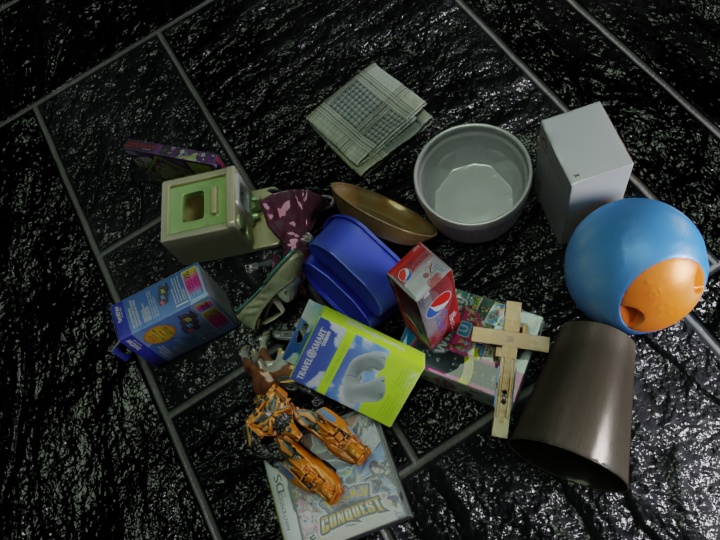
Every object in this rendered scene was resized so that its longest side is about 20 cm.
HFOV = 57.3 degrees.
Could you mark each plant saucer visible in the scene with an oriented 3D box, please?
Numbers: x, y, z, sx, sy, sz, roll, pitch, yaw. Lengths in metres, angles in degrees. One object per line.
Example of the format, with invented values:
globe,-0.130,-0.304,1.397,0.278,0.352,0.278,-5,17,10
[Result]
plant saucer,0.035,-0.091,1.126,0.200,0.200,0.036,33,108,23

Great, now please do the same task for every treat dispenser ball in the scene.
treat dispenser ball,0.407,-0.007,0.982,0.199,0.201,0.202,-5,65,10

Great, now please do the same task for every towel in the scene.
towel,0.016,-0.300,1.291,0.192,0.035,0.200,-40,65,-7

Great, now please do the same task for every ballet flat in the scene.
ballet flat,-0.139,0.037,1.107,0.062,0.200,0.067,46,39,-1

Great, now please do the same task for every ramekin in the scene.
ramekin,0.195,-0.143,1.143,0.198,0.105,0.202,-4,66,10

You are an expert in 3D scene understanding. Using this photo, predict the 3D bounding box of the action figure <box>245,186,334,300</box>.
action figure,-0.120,-0.046,1.184,0.133,0.149,0.202,-8,84,21

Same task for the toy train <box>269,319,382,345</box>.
toy train,-0.061,0.109,1.123,0.198,0.034,0.046,-1,69,12

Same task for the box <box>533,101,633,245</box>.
box,0.350,-0.149,1.058,0.097,0.200,0.125,-18,64,4

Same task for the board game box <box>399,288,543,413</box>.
board game box,0.172,0.118,1.053,0.199,0.064,0.148,18,71,20

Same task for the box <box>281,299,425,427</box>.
box,-0.015,0.142,1.010,0.199,0.048,0.123,26,110,-3

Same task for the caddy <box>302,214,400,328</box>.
caddy,0.000,0.000,1.073,0.200,0.142,0.105,43,58,9

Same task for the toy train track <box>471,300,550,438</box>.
toy train track,0.217,0.147,0.982,0.114,0.033,0.202,8,75,7

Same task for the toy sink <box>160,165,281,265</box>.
toy sink,-0.256,-0.106,1.218,0.198,0.112,0.131,-10,65,8

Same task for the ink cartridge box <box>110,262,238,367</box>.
ink cartridge box,-0.331,0.087,1.133,0.199,0.137,0.077,-25,60,0

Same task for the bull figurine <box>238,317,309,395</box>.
bull figurine,-0.098,0.146,1.078,0.199,0.065,0.122,-23,102,8

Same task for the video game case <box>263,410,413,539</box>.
video game case,-0.041,0.327,1.024,0.199,0.026,0.182,-22,63,2

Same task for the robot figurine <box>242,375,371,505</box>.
robot figurine,-0.089,0.253,1.010,0.199,0.058,0.145,35,85,15

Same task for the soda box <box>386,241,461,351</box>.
soda box,0.096,0.042,0.956,0.070,0.200,0.063,-42,64,-10

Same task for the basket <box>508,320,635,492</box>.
basket,0.322,0.188,0.951,0.179,0.136,0.201,29,65,-11

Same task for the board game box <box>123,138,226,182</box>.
board game box,-0.343,-0.198,1.275,0.198,0.120,0.032,12,66,16
